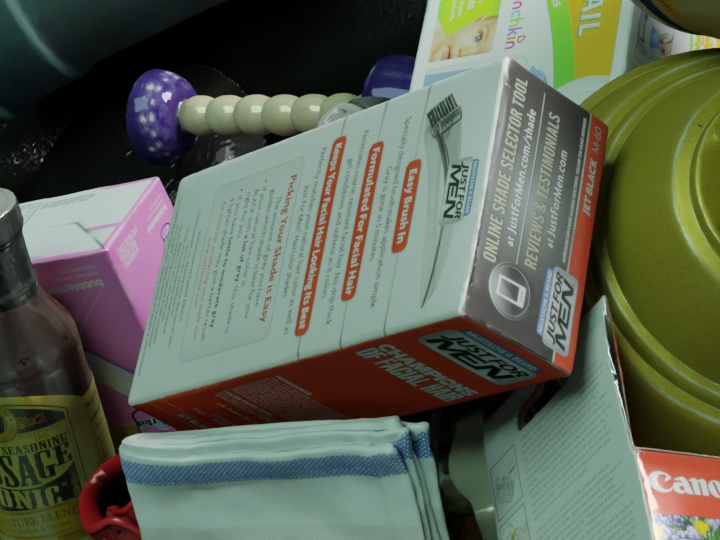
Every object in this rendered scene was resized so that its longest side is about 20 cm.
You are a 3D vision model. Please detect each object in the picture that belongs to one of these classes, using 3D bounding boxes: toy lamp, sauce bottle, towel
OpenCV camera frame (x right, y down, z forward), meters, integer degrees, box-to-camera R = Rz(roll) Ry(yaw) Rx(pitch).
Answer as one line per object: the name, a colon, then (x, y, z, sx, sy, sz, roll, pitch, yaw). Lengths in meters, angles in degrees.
toy lamp: (-0.028, -0.080, 1.164, 0.199, 0.058, 0.058, 2, 61, 33)
sauce bottle: (-0.153, 0.059, 1.055, 0.066, 0.201, 0.066, -11, 28, 6)
towel: (-0.020, 0.155, 0.930, 0.146, 0.201, 0.024, -5, 13, 31)

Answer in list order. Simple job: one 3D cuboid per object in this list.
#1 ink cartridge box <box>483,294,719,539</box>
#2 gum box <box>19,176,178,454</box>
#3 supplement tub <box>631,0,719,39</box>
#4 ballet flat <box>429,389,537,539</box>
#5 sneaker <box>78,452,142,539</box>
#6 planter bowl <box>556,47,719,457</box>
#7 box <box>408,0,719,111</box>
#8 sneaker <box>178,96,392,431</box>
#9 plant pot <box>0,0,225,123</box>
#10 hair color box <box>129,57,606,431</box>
ink cartridge box: (0.102, 0.123, 0.865, 0.109, 0.050, 0.201, 128, 143, -48)
gum box: (-0.170, 0.034, 1.129, 0.199, 0.114, 0.066, -9, 30, 28)
supplement tub: (0.195, -0.148, 0.880, 0.145, 0.144, 0.200, -53, 34, -9)
ballet flat: (0.061, 0.131, 0.953, 0.067, 0.064, 0.200, -17, 51, 9)
sneaker: (-0.053, 0.141, 0.988, 0.200, 0.116, 0.078, 20, 72, 41)
planter bowl: (0.166, -0.016, 0.906, 0.200, 0.084, 0.201, 2, 68, -5)
box: (0.101, -0.113, 1.070, 0.112, 0.101, 0.201, -7, 57, 30)
sneaker: (-0.015, 0.020, 1.069, 0.074, 0.087, 0.200, 24, 70, 21)
plant pot: (-0.137, -0.206, 1.244, 0.195, 0.200, 0.201, -19, 51, 11)
hair color box: (0.000, 0.000, 0.929, 0.200, 0.064, 0.111, -17, 53, 46)
